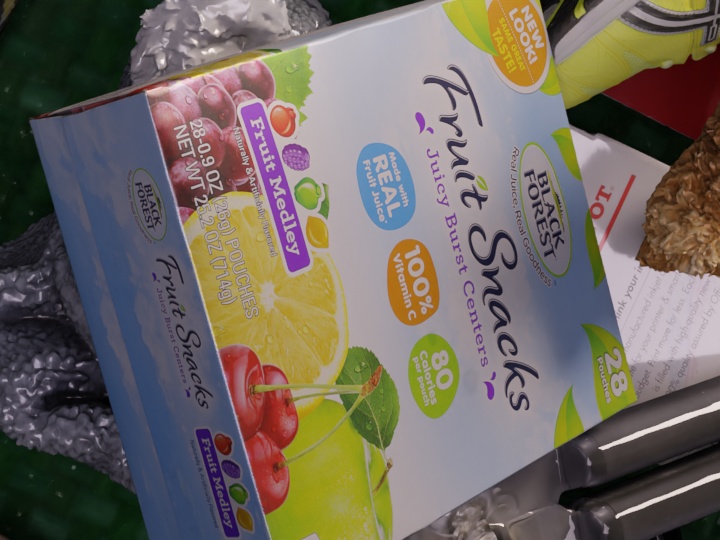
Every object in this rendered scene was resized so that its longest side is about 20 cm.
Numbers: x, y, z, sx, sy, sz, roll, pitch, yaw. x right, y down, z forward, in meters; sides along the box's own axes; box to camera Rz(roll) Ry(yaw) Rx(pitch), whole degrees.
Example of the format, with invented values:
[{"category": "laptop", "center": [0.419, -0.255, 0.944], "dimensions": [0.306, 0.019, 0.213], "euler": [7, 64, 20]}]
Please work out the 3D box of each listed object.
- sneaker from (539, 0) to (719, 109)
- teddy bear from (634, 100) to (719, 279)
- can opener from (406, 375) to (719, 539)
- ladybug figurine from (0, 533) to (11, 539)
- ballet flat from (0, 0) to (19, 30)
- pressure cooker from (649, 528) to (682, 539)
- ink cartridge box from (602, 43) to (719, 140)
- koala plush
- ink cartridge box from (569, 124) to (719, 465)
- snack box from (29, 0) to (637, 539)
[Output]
[{"category": "sneaker", "center": [0.145, -0.113, 0.757], "dimensions": [0.200, 0.075, 0.076], "euler": [-34, 107, 11]}, {"category": "teddy bear", "center": [0.163, -0.054, 0.718], "dimensions": [0.067, 0.145, 0.200], "euler": [36, 134, 14]}, {"category": "can opener", "center": [0.087, 0.082, 0.785], "dimensions": [0.199, 0.067, 0.054], "euler": [-17, 97, -26]}, {"category": "ladybug figurine", "center": [-0.200, 0.160, 0.856], "dimensions": [0.199, 0.072, 0.136], "euler": [23, 95, -3]}, {"category": "ballet flat", "center": [-0.158, -0.148, 0.827], "dimensions": [0.069, 0.071, 0.200], "euler": [37, 94, -6]}, {"category": "pressure cooker", "center": [0.111, 0.209, 0.815], "dimensions": [0.178, 0.200, 0.176], "euler": [36, 118, 13]}, {"category": "ink cartridge box", "center": [0.218, -0.114, 0.835], "dimensions": [0.200, 0.084, 0.176], "euler": [25, 96, -4]}, {"category": "koala plush", "center": [-0.063, -0.024, 0.797], "dimensions": [0.183, 0.177, 0.201], "euler": [19, 99, 10]}, {"category": "ink cartridge box", "center": [0.123, 0.015, 0.853], "dimensions": [0.200, 0.068, 0.115], "euler": [25, 94, -4]}, {"category": "snack box", "center": [0.000, 0.000, 0.692], "dimensions": [0.068, 0.200, 0.169], "euler": [-7, 102, 43]}]
